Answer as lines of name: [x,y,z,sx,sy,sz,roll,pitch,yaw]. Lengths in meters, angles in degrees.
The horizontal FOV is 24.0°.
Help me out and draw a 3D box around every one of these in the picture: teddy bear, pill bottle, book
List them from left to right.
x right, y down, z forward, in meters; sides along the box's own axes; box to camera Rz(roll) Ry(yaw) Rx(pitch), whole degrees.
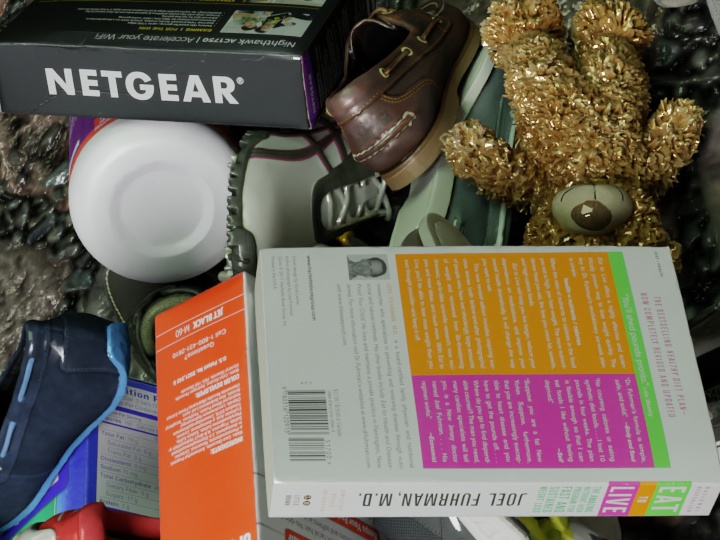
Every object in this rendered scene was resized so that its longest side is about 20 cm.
pill bottle: [-0.133,-0.084,1.095,0.112,0.112,0.201,-38,29,12]
book: [0.054,0.050,0.770,0.198,0.048,0.134,2,47,-9]
teddy bear: [0.120,-0.075,0.924,0.067,0.144,0.201,121,169,-57]

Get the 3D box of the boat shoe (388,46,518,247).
boat shoe: [0.070,-0.063,0.985,0.073,0.061,0.201,-50,14,45]

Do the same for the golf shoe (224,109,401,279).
golf shoe: [-0.022,-0.052,0.989,0.087,0.078,0.200,7,32,15]

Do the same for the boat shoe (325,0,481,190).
boat shoe: [0.024,-0.122,0.996,0.070,0.070,0.200,-42,15,23]

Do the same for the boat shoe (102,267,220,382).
boat shoe: [-0.109,0.036,1.056,0.073,0.065,0.200,-48,48,-2]

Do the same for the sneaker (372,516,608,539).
sneaker: [0.082,0.158,0.807,0.085,0.074,0.201,-39,81,40]

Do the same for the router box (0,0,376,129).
router box: [-0.104,-0.145,1.029,0.198,0.051,0.150,4,33,16]

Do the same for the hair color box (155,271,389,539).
hair color box: [-0.040,0.116,0.810,0.064,0.111,0.202,-26,51,26]

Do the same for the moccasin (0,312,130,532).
moccasin: [-0.195,0.077,0.933,0.200,0.068,0.081,-50,39,37]

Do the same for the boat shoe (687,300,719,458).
boat shoe: [0.204,0.038,0.825,0.199,0.064,0.071,-32,48,17]

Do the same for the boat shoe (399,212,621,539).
boat shoe: [0.064,0.068,0.873,0.059,0.072,0.201,-32,78,27]

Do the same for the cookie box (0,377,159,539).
cookie box: [-0.169,0.185,0.973,0.171,0.075,0.202,-39,42,40]

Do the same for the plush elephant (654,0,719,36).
plush elephant: [0.226,-0.199,0.909,0.198,0.166,0.155,19,32,10]

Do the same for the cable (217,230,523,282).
cable: [0.000,0.000,1.000,0.199,0.051,0.097,2,45,40]

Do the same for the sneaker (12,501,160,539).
sneaker: [-0.082,0.170,0.861,0.085,0.199,0.078,-32,48,35]
